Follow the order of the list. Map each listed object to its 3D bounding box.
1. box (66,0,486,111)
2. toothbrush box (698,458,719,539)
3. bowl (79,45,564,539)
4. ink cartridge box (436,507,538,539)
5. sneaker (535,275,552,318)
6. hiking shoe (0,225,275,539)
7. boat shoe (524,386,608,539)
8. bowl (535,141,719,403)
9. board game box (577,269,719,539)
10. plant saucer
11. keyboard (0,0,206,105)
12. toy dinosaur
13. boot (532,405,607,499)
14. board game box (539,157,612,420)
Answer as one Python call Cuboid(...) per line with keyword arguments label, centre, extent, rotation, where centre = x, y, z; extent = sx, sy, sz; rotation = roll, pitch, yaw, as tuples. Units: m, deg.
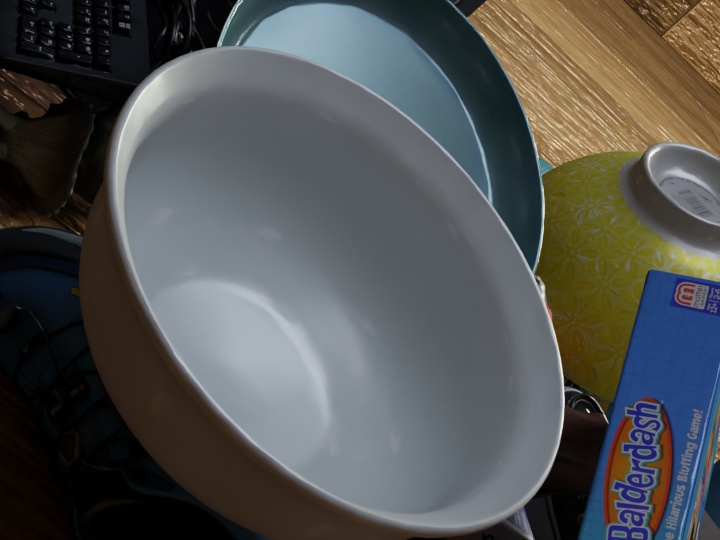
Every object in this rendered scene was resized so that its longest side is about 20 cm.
Cuboid(label="box", centre=(-0.066, -0.160, 1.029), extent=(0.200, 0.197, 0.124), rotation=(49, 18, 1))
Cuboid(label="toothbrush box", centre=(0.299, 0.198, 1.205), extent=(0.200, 0.146, 0.085), rotation=(54, 19, 15))
Cuboid(label="bowl", centre=(-0.028, 0.024, 0.689), extent=(0.201, 0.090, 0.201), rotation=(27, 42, -27))
Cuboid(label="ink cartridge box", centre=(0.089, 0.140, 1.017), extent=(0.200, 0.039, 0.099), rotation=(41, 19, -23))
Cuboid(label="sneaker", centre=(0.086, 0.057, 1.065), extent=(0.085, 0.077, 0.200), rotation=(56, -1, 2))
Cuboid(label="hiking shoe", centre=(-0.087, 0.062, 0.717), extent=(0.200, 0.074, 0.087), rotation=(46, 24, 6))
Cuboid(label="boat shoe", centre=(0.129, 0.149, 0.953), extent=(0.069, 0.057, 0.200), rotation=(15, 57, -42))
Cuboid(label="bowl", centre=(0.188, -0.014, 1.170), extent=(0.200, 0.108, 0.200), rotation=(16, 39, -14))
Cuboid(label="board game box", centre=(0.125, 0.124, 0.841), extent=(0.152, 0.045, 0.200), rotation=(81, 23, -55))
Cuboid(label="plant saucer", centre=(0.005, -0.052, 0.882), extent=(0.200, 0.027, 0.200), rotation=(15, 66, -37))
Cuboid(label="keyboard", centre=(-0.118, -0.146, 0.871), extent=(0.104, 0.040, 0.200), rotation=(15, 34, -20))
Cuboid(label="toy dinosaur", centre=(-0.090, -0.067, 0.891), extent=(0.102, 0.200, 0.077), rotation=(-176, -111, -84))
Cuboid(label="boot", centre=(0.029, 0.070, 0.856), extent=(0.166, 0.072, 0.200), rotation=(12, 8, 9))
Cuboid(label="board game box", centre=(0.146, 0.023, 1.229), extent=(0.200, 0.047, 0.151), rotation=(40, 39, 17))
